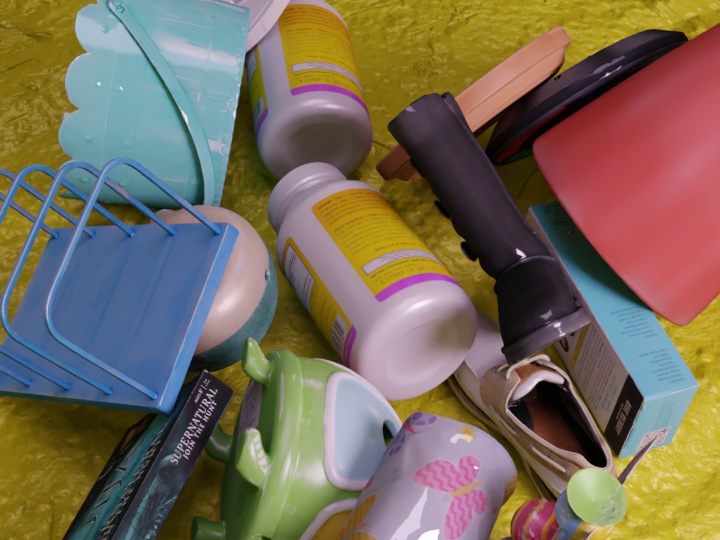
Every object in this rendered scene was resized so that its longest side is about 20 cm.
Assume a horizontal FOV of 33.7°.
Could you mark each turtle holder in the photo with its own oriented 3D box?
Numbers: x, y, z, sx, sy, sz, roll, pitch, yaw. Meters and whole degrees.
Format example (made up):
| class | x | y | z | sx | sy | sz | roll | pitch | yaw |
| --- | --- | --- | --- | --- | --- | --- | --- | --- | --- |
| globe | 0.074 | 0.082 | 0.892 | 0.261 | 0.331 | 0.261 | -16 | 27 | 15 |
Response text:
| class | x | y | z | sx | sy | sz | roll | pitch | yaw |
| --- | --- | --- | --- | --- | --- | --- | --- | --- | --- |
| turtle holder | -0.032 | 0.143 | 0.801 | 0.131 | 0.142 | 0.186 | 16 | 21 | -17 |

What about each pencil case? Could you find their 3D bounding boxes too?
| class | x | y | z | sx | sy | sz | roll | pitch | yaw |
| --- | --- | --- | --- | --- | --- | --- | --- | --- | --- |
| pencil case | 0.026 | 0.184 | 0.715 | 0.091 | 0.083 | 0.201 | 40 | 55 | -15 |

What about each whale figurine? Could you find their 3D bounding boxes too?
| class | x | y | z | sx | sy | sz | roll | pitch | yaw |
| --- | --- | --- | --- | --- | --- | --- | --- | --- | --- |
| whale figurine | -0.157 | 0.027 | 0.935 | 0.198 | 0.104 | 0.160 | -11 | 51 | 18 |

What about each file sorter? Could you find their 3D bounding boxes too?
| class | x | y | z | sx | sy | sz | roll | pitch | yaw |
| --- | --- | --- | --- | --- | --- | --- | --- | --- | --- |
| file sorter | -0.213 | 0.006 | 0.826 | 0.199 | 0.123 | 0.140 | 0 | 62 | 38 |

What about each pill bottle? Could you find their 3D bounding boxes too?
| class | x | y | z | sx | sy | sz | roll | pitch | yaw |
| --- | --- | --- | --- | --- | --- | --- | --- | --- | --- |
| pill bottle | 0.000 | 0.000 | 0.933 | 0.103 | 0.105 | 0.200 | -19 | 46 | -20 |
| pill bottle | -0.054 | -0.181 | 1.099 | 0.103 | 0.105 | 0.201 | -5 | 51 | -9 |

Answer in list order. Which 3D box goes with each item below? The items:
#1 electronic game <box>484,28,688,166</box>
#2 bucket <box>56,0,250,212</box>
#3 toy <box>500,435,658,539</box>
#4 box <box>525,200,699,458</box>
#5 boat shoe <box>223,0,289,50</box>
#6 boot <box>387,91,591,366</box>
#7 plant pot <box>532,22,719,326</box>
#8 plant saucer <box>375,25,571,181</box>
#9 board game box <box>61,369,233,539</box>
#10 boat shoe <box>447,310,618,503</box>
| class | x | y | z | sx | sy | sz | roll | pitch | yaw |
| --- | --- | --- | --- | --- | --- | --- | --- | --- | --- |
| electronic game | 0.197 | -0.148 | 1.041 | 0.199 | 0.200 | 0.042 | -27 | 84 | -25 |
| bucket | -0.171 | -0.143 | 0.999 | 0.133 | 0.208 | 0.208 | 9 | 49 | -8 |
| toy | 0.109 | 0.176 | 0.744 | 0.047 | 0.201 | 0.115 | 38 | 56 | 11 |
| box | 0.189 | 0.041 | 0.946 | 0.049 | 0.083 | 0.201 | -13 | 52 | -16 |
| boat shoe | -0.134 | -0.236 | 1.083 | 0.068 | 0.199 | 0.073 | 27 | 44 | -37 |
| boot | 0.089 | -0.038 | 0.855 | 0.065 | 0.165 | 0.201 | -29 | 87 | 9 |
| plant pot | 0.265 | -0.085 | 0.943 | 0.200 | 0.177 | 0.201 | 41 | 22 | -21 |
| plant saucer | 0.101 | -0.137 | 1.028 | 0.200 | 0.200 | 0.032 | -37 | 89 | -30 |
| board game box | -0.163 | 0.169 | 0.777 | 0.028 | 0.135 | 0.201 | 38 | 49 | -14 |
| boat shoe | 0.130 | 0.096 | 0.904 | 0.074 | 0.069 | 0.200 | -24 | 55 | -23 |
